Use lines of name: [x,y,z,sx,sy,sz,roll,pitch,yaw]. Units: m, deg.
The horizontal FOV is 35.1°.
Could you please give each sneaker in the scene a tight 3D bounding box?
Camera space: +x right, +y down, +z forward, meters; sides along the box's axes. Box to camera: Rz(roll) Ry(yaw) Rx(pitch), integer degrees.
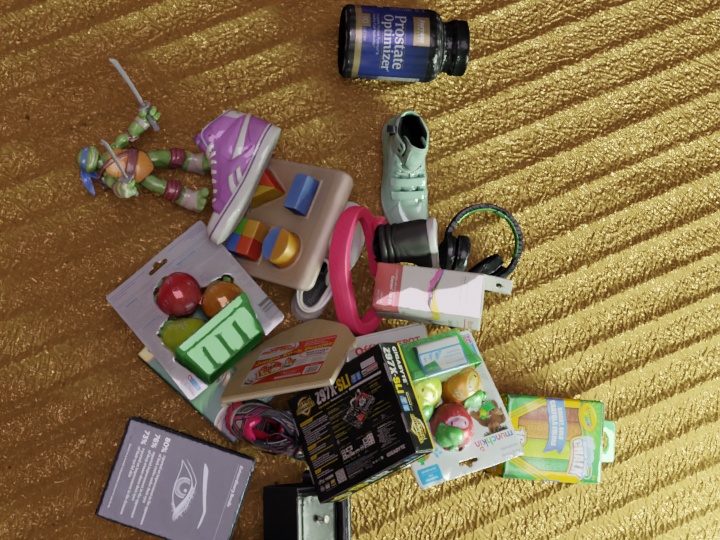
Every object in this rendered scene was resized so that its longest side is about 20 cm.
sneaker: [-0.207,-0.143,1.686,0.113,0.073,0.203,23,71,0]
sneaker: [-0.102,0.246,1.680,0.197,0.074,0.082,14,92,-29]
sneaker: [-0.041,-0.019,1.719,0.073,0.116,0.203,25,80,-2]
sneaker: [0.072,-0.144,1.747,0.072,0.118,0.204,-8,86,-10]
sneaker: [0.068,-0.038,1.703,0.097,0.200,0.072,-5,81,5]

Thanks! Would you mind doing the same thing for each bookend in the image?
bookend: [-0.109,0.392,1.622,0.197,0.091,0.204,7,80,-48]

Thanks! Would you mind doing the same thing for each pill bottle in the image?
pill bottle: [0.066,-0.352,1.774,0.196,0.112,0.114,2,83,-8]

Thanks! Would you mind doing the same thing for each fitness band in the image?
fitness band: [0.000,0.000,1.700,0.037,0.203,0.144,9,39,26]

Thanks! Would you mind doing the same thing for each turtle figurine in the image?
turtle figurine: [-0.308,-0.168,1.669,0.191,0.145,0.202,14,121,-23]

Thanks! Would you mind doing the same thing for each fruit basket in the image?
fruit basket: [0.125,0.190,1.621,0.183,0.094,0.202,-12,63,-28]
fruit basket: [-0.241,0.057,1.664,0.185,0.094,0.200,-41,75,-15]

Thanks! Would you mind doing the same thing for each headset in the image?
headset: [0.173,-0.007,1.758,0.122,0.094,0.202,29,92,-3]

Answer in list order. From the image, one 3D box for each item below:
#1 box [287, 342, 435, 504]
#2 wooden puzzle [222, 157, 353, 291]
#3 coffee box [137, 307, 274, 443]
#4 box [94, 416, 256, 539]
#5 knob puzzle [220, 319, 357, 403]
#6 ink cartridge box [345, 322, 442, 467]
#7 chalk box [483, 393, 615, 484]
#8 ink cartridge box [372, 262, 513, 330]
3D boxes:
box: [-0.003,0.215,1.589,0.049,0.199,0.162,6,58,-48]
wooden puzzle: [-0.124,-0.079,1.695,0.198,0.046,0.188,15,79,37]
coffee box: [-0.225,0.149,1.708,0.200,0.044,0.123,44,79,-1]
box: [-0.266,0.313,1.653,0.197,0.104,0.150,21,81,-6]
knob puzzle: [-0.091,0.131,1.644,0.217,0.220,0.031,-25,111,-10]
ink cartridge box: [0.041,0.194,1.706,0.144,0.084,0.204,-10,84,-26]
chalk box: [0.298,0.256,1.731,0.196,0.124,0.127,4,83,-8]
ink cartridge box: [0.121,0.041,1.661,0.196,0.117,0.069,6,80,7]
